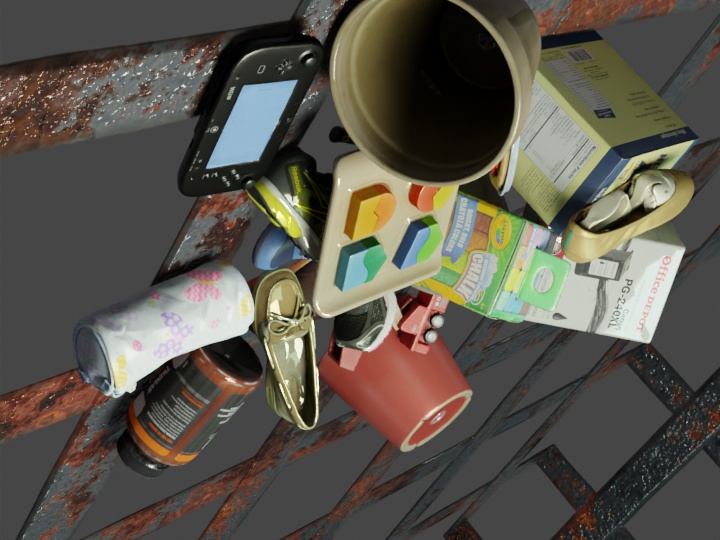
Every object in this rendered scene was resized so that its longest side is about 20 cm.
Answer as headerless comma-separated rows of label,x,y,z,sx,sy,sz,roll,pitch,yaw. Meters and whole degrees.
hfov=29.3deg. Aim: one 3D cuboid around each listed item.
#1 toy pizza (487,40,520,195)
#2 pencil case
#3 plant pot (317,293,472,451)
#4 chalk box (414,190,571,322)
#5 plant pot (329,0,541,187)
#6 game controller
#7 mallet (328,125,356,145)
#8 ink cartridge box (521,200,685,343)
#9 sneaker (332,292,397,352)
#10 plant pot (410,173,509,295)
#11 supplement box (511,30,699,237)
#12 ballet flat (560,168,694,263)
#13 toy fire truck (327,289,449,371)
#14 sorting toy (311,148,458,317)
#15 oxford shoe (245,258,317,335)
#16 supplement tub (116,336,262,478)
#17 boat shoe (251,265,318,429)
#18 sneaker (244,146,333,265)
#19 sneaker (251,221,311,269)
toy pizza,0.153,-0.184,1.535,0.032,0.201,0.200,2,154,-1
pencil case,-0.210,0.060,1.482,0.199,0.091,0.083,-27,157,-35
plant pot,0.063,0.163,2.093,0.200,0.177,0.201,-36,161,-15
chalk box,0.150,-0.016,1.644,0.124,0.199,0.125,13,99,-63
plant pot,0.096,-0.206,1.359,0.173,0.200,0.200,-42,169,-51
game controller,-0.107,-0.144,1.300,0.104,0.042,0.200,-22,154,-42
mallet,0.021,-0.139,1.568,0.200,0.041,0.066,-7,139,-51
ink cartridge box,0.296,-0.002,1.761,0.083,0.199,0.146,-98,-159,-63
sneaker,0.000,0.000,1.686,0.080,0.201,0.086,-3,149,27
plant pot,0.124,-0.040,1.823,0.200,0.135,0.201,-34,160,-15
supplement box,0.268,-0.173,1.697,0.200,0.200,0.134,-18,152,-47
ballet flat,0.317,-0.076,1.603,0.200,0.069,0.063,-34,146,-22
toy fire truck,0.050,0.055,1.971,0.140,0.049,0.201,18,99,-27
sorting toy,0.037,-0.052,1.474,0.184,0.036,0.201,-21,136,-33
oxford shoe,-0.069,0.029,1.705,0.199,0.073,0.071,-27,157,-34
supplement tub,-0.215,0.164,1.678,0.200,0.107,0.107,-48,159,22
boat shoe,-0.081,0.092,1.621,0.073,0.063,0.202,-17,119,-30
sneaker,-0.039,-0.056,1.495,0.085,0.074,0.200,-47,136,-2
sneaker,-0.033,-0.047,1.591,0.199,0.082,0.074,-29,160,-22
